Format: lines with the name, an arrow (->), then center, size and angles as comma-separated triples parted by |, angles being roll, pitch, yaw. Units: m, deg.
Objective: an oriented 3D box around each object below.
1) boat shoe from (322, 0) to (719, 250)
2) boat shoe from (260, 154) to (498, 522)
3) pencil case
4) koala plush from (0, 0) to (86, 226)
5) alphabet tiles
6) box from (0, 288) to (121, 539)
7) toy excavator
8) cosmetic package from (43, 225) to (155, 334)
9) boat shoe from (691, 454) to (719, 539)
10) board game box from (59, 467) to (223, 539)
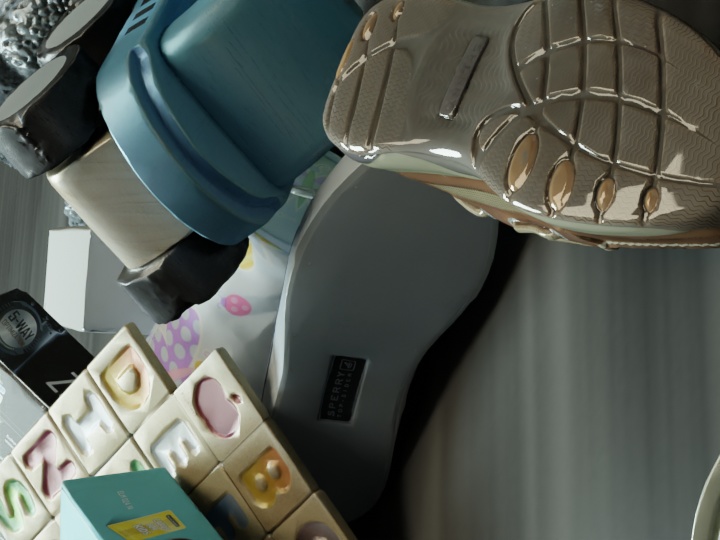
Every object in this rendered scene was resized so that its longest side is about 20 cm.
boat shoe -> 0.069, -0.043, 0.872 | 0.200, 0.072, 0.076 | 24, 85, 55
boat shoe -> 0.004, 0.001, 1.057 | 0.086, 0.074, 0.203 | -90, 12, -47
pencil case -> -0.057, 0.040, 1.176 | 0.083, 0.090, 0.201 | -109, 34, -47
koala plush -> -0.143, -0.151, 1.492 | 0.184, 0.176, 0.201 | -41, 37, 44
alphabet tiles -> -0.078, 0.123, 1.103 | 0.167, 0.006, 0.200 | 55, 131, 12
box -> -0.117, 0.132, 1.174 | 0.200, 0.043, 0.161 | 41, 127, 23
toy excavator -> -0.018, -0.099, 1.033 | 0.199, 0.100, 0.195 | -31, 20, 26
cosmetic package -> -0.101, 0.005, 1.316 | 0.200, 0.082, 0.051 | -176, 89, -78
boat shoe -> 0.123, 0.026, 0.662 | 0.060, 0.075, 0.202 | -15, -66, -66
board game box -> -0.059, 0.184, 1.017 | 0.200, 0.047, 0.152 | -137, 46, -57
